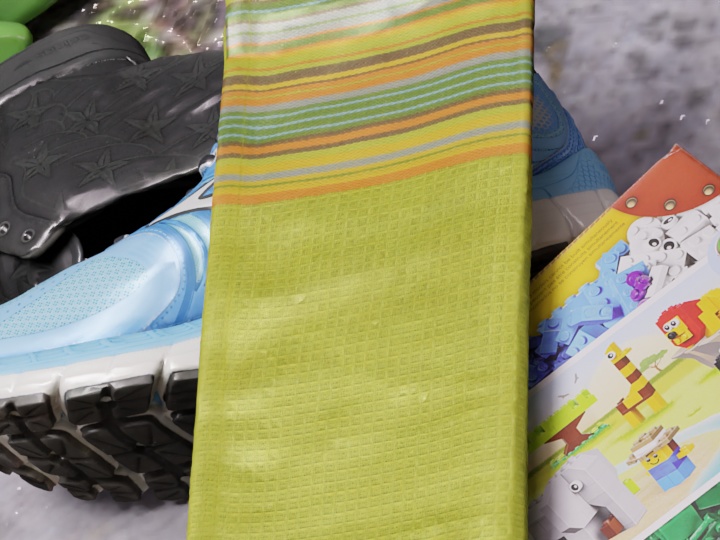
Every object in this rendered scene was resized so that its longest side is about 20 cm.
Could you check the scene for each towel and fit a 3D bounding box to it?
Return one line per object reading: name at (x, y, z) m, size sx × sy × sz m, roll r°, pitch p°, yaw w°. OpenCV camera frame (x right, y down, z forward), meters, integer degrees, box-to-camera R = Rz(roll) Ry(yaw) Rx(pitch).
towel at (0.000, 0.000, 0.705) m, size 0.086 × 0.018 × 0.200 m, roll -14°, pitch 51°, yaw 21°

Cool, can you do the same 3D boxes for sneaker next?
sneaker at (-0.103, -0.008, 0.859) m, size 0.200 × 0.060 × 0.104 m, roll -35°, pitch 42°, yaw -3°
sneaker at (-0.028, -0.001, 0.794) m, size 0.200 × 0.078 × 0.090 m, roll -18°, pitch 61°, yaw 5°

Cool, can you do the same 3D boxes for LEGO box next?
LEGO box at (0.059, 0.091, 0.678) m, size 0.200 × 0.077 × 0.149 m, roll -43°, pitch 47°, yaw -6°

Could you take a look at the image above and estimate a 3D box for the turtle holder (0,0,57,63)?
turtle holder at (-0.151, -0.134, 0.951) m, size 0.132 × 0.141 × 0.186 m, roll -117°, pitch 42°, yaw -58°
